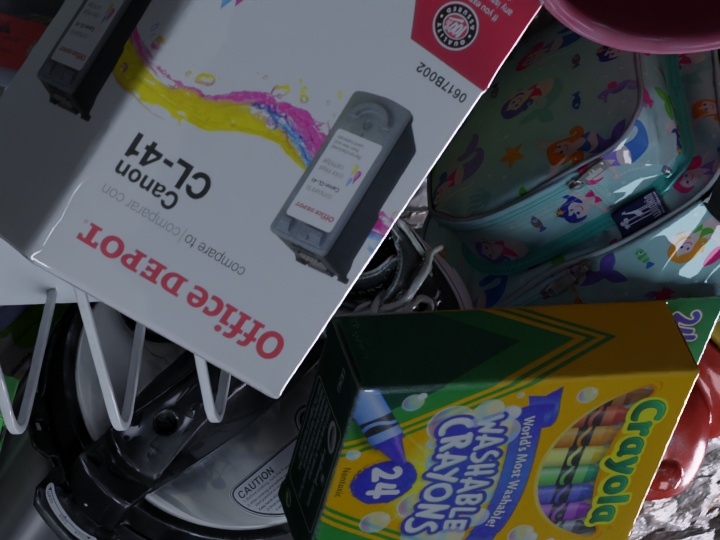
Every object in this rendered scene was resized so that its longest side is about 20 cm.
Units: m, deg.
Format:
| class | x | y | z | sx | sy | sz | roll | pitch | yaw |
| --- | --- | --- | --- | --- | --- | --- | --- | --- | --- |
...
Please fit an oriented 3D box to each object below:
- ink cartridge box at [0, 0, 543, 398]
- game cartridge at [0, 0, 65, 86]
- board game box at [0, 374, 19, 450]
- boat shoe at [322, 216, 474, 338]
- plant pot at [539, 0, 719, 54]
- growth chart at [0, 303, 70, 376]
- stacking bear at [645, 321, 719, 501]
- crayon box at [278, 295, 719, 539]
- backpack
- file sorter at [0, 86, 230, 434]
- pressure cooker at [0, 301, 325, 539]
| class | x | y | z | sx | sy | sz | roll | pitch | yaw |
| --- | --- | --- | --- | --- | --- | --- | --- | --- | --- |
| ink cartridge box | -0.045 | -0.071 | 1.122 | 0.148 | 0.086 | 0.200 | 32 | 91 | -38 |
| game cartridge | -0.137 | -0.135 | 1.141 | 0.200 | 0.041 | 0.133 | 11 | 128 | -36 |
| board game box | -0.278 | 0.077 | 1.387 | 0.200 | 0.029 | 0.135 | 17 | 133 | -4 |
| boat shoe | 0.003 | -0.001 | 1.300 | 0.074 | 0.068 | 0.200 | -17 | 121 | 8 |
| plant pot | 0.132 | -0.221 | 1.175 | 0.200 | 0.179 | 0.200 | -13 | 142 | -11 |
| growth chart | -0.234 | 0.013 | 1.413 | 0.200 | 0.018 | 0.145 | 13 | 131 | -36 |
| stacking bear | 0.175 | 0.043 | 1.485 | 0.200 | 0.121 | 0.114 | -51 | 157 | -36 |
| crayon box | 0.073 | 0.076 | 1.317 | 0.200 | 0.052 | 0.126 | -3 | 136 | -20 |
| backpack | 0.114 | -0.031 | 1.405 | 0.151 | 0.178 | 0.200 | 39 | 119 | -23 |
| file sorter | -0.157 | -0.006 | 1.270 | 0.200 | 0.125 | 0.139 | -3 | 130 | 7 |
| pressure cooker | -0.092 | 0.086 | 1.415 | 0.178 | 0.176 | 0.200 | 11 | 148 | -18 |
